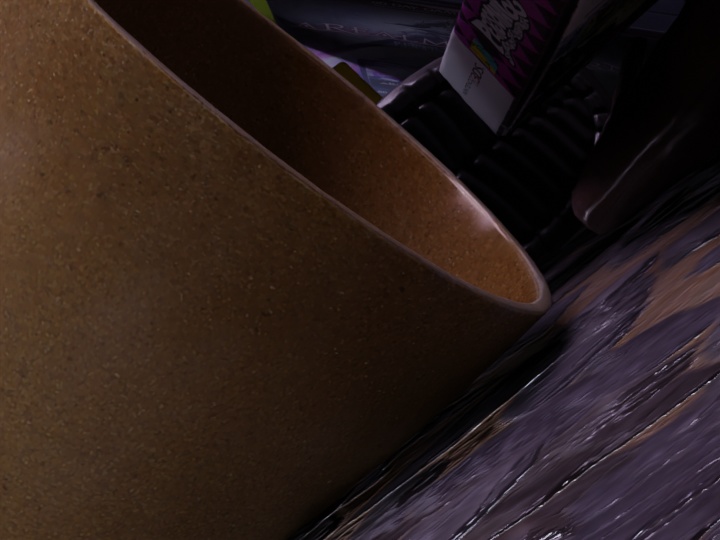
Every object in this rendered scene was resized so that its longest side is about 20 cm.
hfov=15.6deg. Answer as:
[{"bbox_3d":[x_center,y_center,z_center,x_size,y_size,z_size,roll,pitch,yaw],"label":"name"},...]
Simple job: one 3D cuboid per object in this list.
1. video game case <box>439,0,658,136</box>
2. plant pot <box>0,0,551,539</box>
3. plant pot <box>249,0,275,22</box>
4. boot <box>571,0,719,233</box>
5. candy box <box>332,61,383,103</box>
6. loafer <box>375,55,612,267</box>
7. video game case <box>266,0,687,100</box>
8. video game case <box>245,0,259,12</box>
[{"bbox_3d":[0.113,-0.135,0.755,0.200,0.036,0.181,-42,-6,-11],"label":"video game case"},{"bbox_3d":[-0.083,0.025,0.715,0.200,0.186,0.186,-50,0,10],"label":"plant pot"},{"bbox_3d":[-0.046,-0.050,1.271,0.200,0.182,0.199,-38,2,-11],"label":"plant pot"},{"bbox_3d":[0.117,-0.061,0.757,0.166,0.072,0.200,-50,-4,34],"label":"boot"},{"bbox_3d":[-0.044,0.019,0.892,0.200,0.102,0.026,-39,-18,-22],"label":"candy box"},{"bbox_3d":[0.000,0.000,0.845,0.200,0.073,0.071,-42,2,-18],"label":"loafer"},{"bbox_3d":[0.043,-0.080,0.957,0.200,0.143,0.019,57,-138,-82],"label":"video game case"},{"bbox_3d":[-0.072,0.000,0.972,0.182,0.022,0.200,-45,-36,1],"label":"video game case"}]
